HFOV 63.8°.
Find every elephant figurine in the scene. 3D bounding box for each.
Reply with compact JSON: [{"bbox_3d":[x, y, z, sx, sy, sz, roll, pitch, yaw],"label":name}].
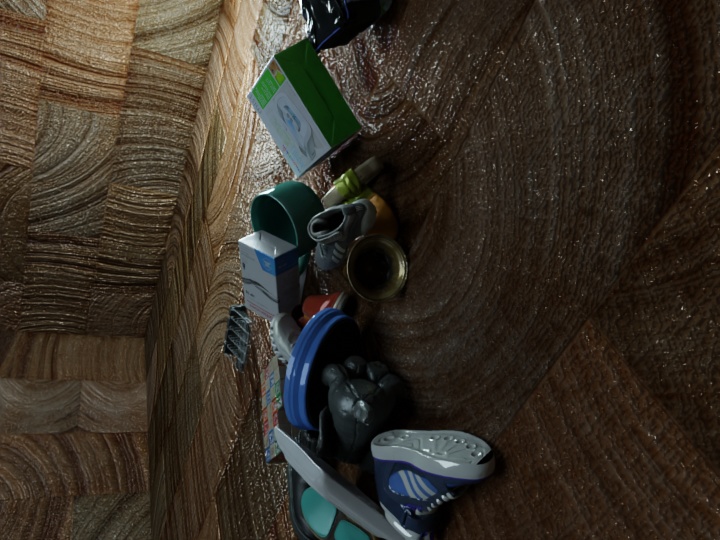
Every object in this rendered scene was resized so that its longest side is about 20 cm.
[{"bbox_3d":[-0.008,0.252,0.902,0.140,0.153,0.205,28,115,37],"label":"elephant figurine"}]

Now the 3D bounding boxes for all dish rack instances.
[{"bbox_3d":[-0.332,0.188,1.611,0.199,0.053,0.158,23,105,60],"label":"dish rack"}]

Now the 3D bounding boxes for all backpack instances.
[{"bbox_3d":[-0.042,-0.545,1.089,0.182,0.145,0.205,-6,104,61],"label":"backpack"}]

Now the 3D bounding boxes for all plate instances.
[{"bbox_3d":[-0.037,0.325,0.868,0.033,0.199,0.199,-52,24,-14],"label":"plate"}]

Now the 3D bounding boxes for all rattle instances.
[{"bbox_3d":[0.007,-0.120,1.055,0.131,0.142,0.200,-54,6,-15],"label":"rattle"}]

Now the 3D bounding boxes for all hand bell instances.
[{"bbox_3d":[0.000,0.000,1.002,0.200,0.101,0.107,172,104,-73],"label":"hand bell"}]

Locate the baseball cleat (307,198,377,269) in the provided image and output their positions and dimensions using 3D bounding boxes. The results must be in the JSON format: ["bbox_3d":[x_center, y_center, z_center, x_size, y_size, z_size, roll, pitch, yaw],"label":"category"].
[{"bbox_3d":[-0.053,-0.058,0.949,0.200,0.104,0.071,-47,59,50],"label":"baseball cleat"}]

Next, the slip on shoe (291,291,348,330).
[{"bbox_3d":[-0.083,0.078,1.127,0.199,0.061,0.075,-27,29,59],"label":"slip on shoe"}]

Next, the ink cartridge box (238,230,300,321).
[{"bbox_3d":[-0.186,0.034,1.208,0.114,0.066,0.205,23,127,34],"label":"ink cartridge box"}]

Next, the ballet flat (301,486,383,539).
[{"bbox_3d":[-0.028,0.417,0.933,0.198,0.063,0.070,17,75,53],"label":"ballet flat"}]

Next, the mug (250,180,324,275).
[{"bbox_3d":[-0.147,-0.098,1.231,0.152,0.114,0.187,44,140,16],"label":"mug"}]

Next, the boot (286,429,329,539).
[{"bbox_3d":[-0.080,0.368,1.051,0.160,0.078,0.212,-67,31,27],"label":"boot"}]

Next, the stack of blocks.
[{"bbox_3d":[-0.166,0.299,1.256,0.115,0.057,0.204,-47,44,48],"label":"stack of blocks"}]

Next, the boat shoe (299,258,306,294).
[{"bbox_3d":[-0.168,0.023,1.317,0.070,0.065,0.206,20,102,61],"label":"boat shoe"}]

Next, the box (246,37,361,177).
[{"bbox_3d":[-0.117,-0.322,1.170,0.202,0.096,0.175,57,149,-8],"label":"box"}]

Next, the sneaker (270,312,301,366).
[{"bbox_3d":[-0.113,0.175,1.133,0.080,0.074,0.204,-19,95,50],"label":"sneaker"}]

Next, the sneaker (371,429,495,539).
[{"bbox_3d":[0.100,0.293,0.750,0.197,0.080,0.150,-8,97,45],"label":"sneaker"}]

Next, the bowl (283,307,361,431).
[{"bbox_3d":[-0.055,0.165,0.956,0.039,0.199,0.206,12,96,25],"label":"bowl"}]
